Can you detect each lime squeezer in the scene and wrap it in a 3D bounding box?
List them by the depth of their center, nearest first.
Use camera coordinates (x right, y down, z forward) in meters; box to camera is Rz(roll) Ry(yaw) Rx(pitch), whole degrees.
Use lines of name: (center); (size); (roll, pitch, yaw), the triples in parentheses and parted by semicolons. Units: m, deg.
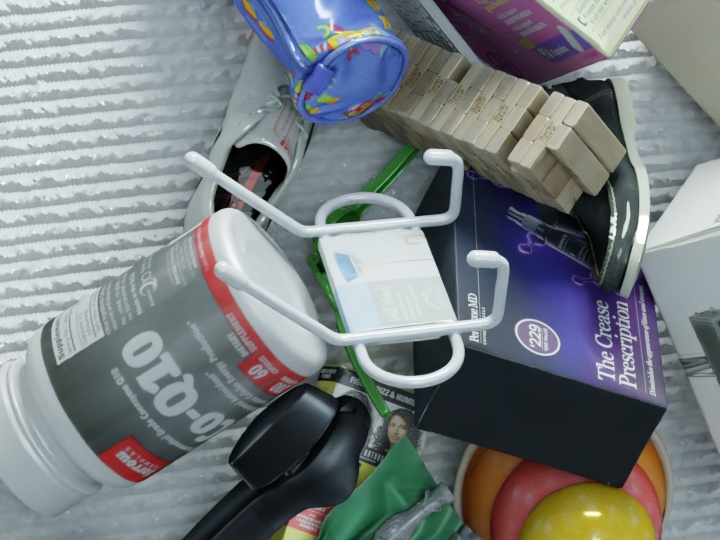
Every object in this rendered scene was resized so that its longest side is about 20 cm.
lime squeezer: (0.000, 0.000, 1.715); (0.070, 0.038, 0.201); (7, 68, 3)

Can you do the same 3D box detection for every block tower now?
block tower: (0.069, -0.097, 1.670); (0.054, 0.199, 0.058); (-54, 134, -11)

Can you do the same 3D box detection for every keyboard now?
keyboard: (0.037, -0.162, 1.701); (0.011, 0.056, 0.200); (-49, 120, -15)

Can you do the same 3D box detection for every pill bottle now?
pill bottle: (-0.130, 0.060, 1.621); (0.199, 0.114, 0.114); (-33, 96, 14)

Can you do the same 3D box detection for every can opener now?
can opener: (-0.067, 0.146, 1.661); (0.078, 0.063, 0.200); (38, 114, -9)

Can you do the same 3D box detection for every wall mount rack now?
wall mount rack: (-0.011, -0.014, 1.579); (0.172, 0.200, 0.075); (-5, 125, -11)

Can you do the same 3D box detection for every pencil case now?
pencil case: (-0.050, -0.183, 1.661); (0.086, 0.078, 0.201); (-8, 54, -43)

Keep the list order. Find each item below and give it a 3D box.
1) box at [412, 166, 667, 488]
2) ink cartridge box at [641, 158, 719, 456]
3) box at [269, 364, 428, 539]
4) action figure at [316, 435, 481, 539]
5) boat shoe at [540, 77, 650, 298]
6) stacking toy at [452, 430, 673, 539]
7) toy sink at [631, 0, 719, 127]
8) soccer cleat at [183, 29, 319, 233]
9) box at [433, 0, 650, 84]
box: (0.108, 0.026, 1.675); (0.140, 0.201, 0.079); (15, 128, -12)
ink cartridge box: (0.266, 0.035, 1.718); (0.201, 0.082, 0.147); (66, 32, -15)
box: (-0.019, 0.166, 1.710); (0.075, 0.050, 0.201); (22, 83, -14)
action figure: (-0.016, 0.210, 1.659); (0.200, 0.055, 0.118); (-37, 100, -9)
boat shoe: (0.142, -0.052, 1.675); (0.067, 0.201, 0.072); (6, 127, -9)
stacking toy: (0.138, 0.172, 1.661); (0.145, 0.200, 0.147); (-1, 110, -4)
toy sink: (0.298, -0.149, 1.753); (0.200, 0.130, 0.112); (46, 60, -7)
soccer cleat: (-0.055, -0.095, 1.693); (0.068, 0.085, 0.201); (26, 82, -12)
box: (0.078, -0.218, 1.685); (0.200, 0.176, 0.097); (37, 79, -10)
